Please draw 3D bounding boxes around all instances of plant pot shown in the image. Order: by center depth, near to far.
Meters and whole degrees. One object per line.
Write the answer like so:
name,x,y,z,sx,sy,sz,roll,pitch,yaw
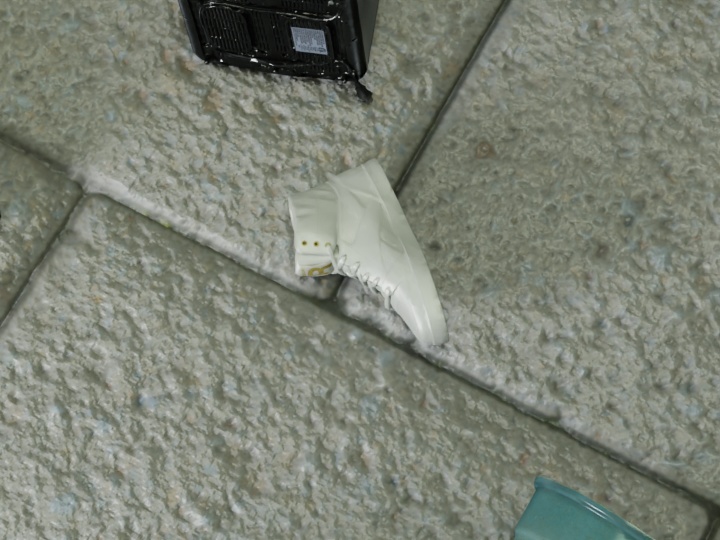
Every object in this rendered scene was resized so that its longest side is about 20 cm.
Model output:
plant pot,0.175,0.309,1.613,0.200,0.200,0.196,35,80,11

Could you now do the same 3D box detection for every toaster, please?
toaster,-0.073,-0.266,1.822,0.180,0.200,0.119,9,66,10

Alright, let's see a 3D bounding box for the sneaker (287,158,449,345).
sneaker,0.000,0.000,1.782,0.115,0.074,0.200,-21,62,-8
